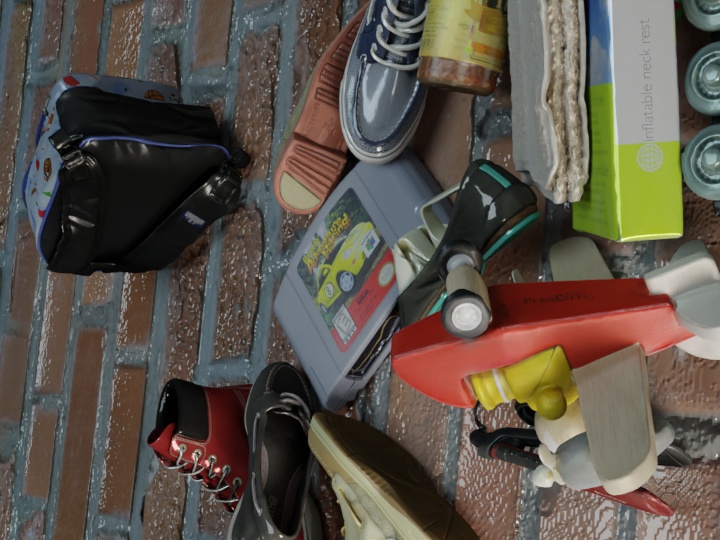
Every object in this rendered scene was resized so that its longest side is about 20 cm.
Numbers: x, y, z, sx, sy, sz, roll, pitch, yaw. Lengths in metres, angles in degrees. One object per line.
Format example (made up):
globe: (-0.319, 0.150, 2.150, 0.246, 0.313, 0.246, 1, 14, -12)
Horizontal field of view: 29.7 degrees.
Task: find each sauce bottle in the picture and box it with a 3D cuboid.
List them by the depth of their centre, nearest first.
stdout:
sauce bottle: (0.088, -0.232, 0.996, 0.066, 0.066, 0.202, 16, 97, 49)

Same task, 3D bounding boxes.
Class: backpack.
backpack: (-0.239, -0.088, 1.311, 0.191, 0.198, 0.155, -58, 40, 33)

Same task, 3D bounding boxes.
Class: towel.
towel: (0.121, -0.150, 0.905, 0.133, 0.034, 0.202, -114, 20, -79)

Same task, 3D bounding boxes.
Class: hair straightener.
hair straightener: (0.147, 0.111, 0.937, 0.199, 0.041, 0.077, 6, 66, 55)

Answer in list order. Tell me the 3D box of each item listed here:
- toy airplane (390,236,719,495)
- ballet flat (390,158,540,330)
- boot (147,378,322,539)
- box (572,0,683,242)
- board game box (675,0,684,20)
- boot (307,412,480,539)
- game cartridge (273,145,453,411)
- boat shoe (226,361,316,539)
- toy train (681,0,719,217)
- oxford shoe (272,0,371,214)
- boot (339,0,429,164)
toy airplane: (0.145, 0.054, 0.859, 0.198, 0.199, 0.142, 24, 130, 39)
ballet flat: (0.066, -0.015, 0.993, 0.069, 0.068, 0.200, 49, 141, 11)
boot: (-0.111, 0.189, 1.131, 0.072, 0.143, 0.202, -33, 60, 39)
box: (0.165, -0.123, 0.869, 0.122, 0.047, 0.202, -127, 34, -84)
board game box: (0.158, -0.235, 0.986, 0.135, 0.029, 0.201, -46, 51, 36)
boot: (-0.001, 0.219, 1.056, 0.200, 0.072, 0.157, 42, 115, 42)
game cartridge: (0.000, 0.000, 1.122, 0.201, 0.041, 0.134, -56, 42, 26)
boat shoe: (-0.062, 0.150, 1.109, 0.057, 0.066, 0.201, -42, 29, 40)
toy train: (0.258, -0.113, 0.813, 0.113, 0.085, 0.202, -6, 76, 36)
oxford shoe: (-0.022, -0.149, 1.153, 0.201, 0.070, 0.074, -57, 22, 11)
boot: (0.028, -0.187, 1.058, 0.090, 0.072, 0.202, 84, -161, -84)
